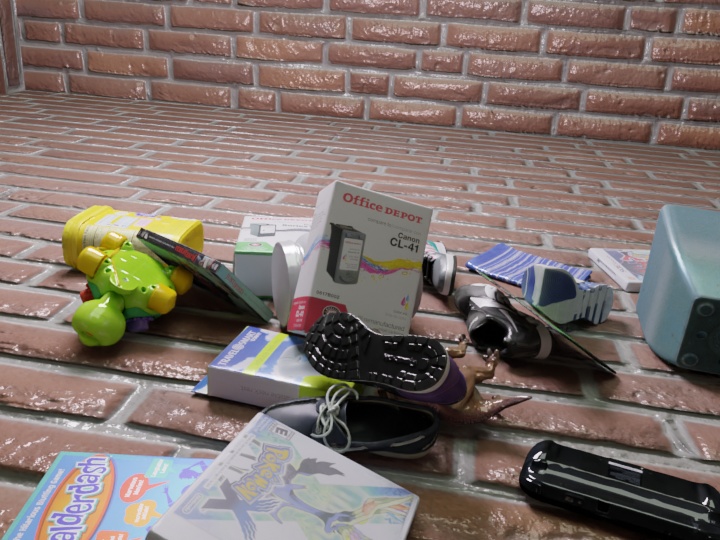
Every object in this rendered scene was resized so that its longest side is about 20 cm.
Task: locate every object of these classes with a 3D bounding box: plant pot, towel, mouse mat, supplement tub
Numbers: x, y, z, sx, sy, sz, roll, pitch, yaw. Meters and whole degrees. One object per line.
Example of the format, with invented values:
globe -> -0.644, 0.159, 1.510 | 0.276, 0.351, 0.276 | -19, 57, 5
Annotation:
plant pot -> 0.516, 0.047, 0.979 | 0.195, 0.197, 0.200 | 10, 32, 15
towel -> 0.314, -0.003, 1.284 | 0.199, 0.024, 0.144 | 20, 27, 35
mouse mat -> 0.259, 0.069, 0.974 | 0.161, 0.008, 0.200 | 32, 7, -36
supplement tub -> -0.023, 0.013, 1.019 | 0.199, 0.146, 0.145 | -4, 22, -19

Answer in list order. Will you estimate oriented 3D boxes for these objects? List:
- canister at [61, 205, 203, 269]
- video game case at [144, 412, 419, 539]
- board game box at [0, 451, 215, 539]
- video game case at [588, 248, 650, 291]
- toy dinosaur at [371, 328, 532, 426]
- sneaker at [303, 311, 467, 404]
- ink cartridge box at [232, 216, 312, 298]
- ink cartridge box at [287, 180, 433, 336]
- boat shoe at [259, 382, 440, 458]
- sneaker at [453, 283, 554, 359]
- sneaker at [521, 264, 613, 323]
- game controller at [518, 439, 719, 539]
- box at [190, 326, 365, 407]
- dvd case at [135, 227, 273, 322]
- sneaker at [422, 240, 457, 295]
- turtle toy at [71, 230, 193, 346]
canister -> -0.392, -0.050, 1.206 | 0.199, 0.087, 0.149 | 7, 22, 5
video game case -> -0.053, 0.212, 0.588 | 0.182, 0.022, 0.200 | 26, 20, 9
board game box -> -0.190, 0.223, 0.594 | 0.199, 0.045, 0.152 | 3, 22, -2
video game case -> 0.568, -0.002, 1.323 | 0.199, 0.023, 0.182 | 2, 22, -5
toy dinosaur -> 0.093, 0.139, 0.810 | 0.200, 0.086, 0.135 | 28, 32, 35
sneaker -> 0.024, 0.108, 0.760 | 0.199, 0.076, 0.088 | 14, -21, 40
ink cartridge box -> -0.139, -0.027, 1.184 | 0.145, 0.085, 0.200 | 2, 21, -6
ink cartridge box -> 0.000, 0.000, 0.907 | 0.147, 0.201, 0.086 | 14, -7, -17
boat shoe -> -0.015, 0.164, 0.732 | 0.199, 0.062, 0.075 | 7, 53, 1
sneaker -> 0.186, 0.072, 1.010 | 0.090, 0.067, 0.200 | -6, 25, -29
sneaker -> 0.301, 0.037, 1.091 | 0.199, 0.081, 0.115 | 13, 1, -41
game controller -> 0.264, 0.223, 0.693 | 0.199, 0.042, 0.104 | 13, 9, 21
box -> -0.095, 0.126, 0.857 | 0.199, 0.048, 0.122 | 10, 22, 13
dvd case -> -0.236, 0.006, 1.040 | 0.199, 0.146, 0.022 | 20, 69, 36
sneaker -> 0.095, -0.014, 1.188 | 0.120, 0.084, 0.200 | 7, 13, -6
turtle toy -> -0.335, 0.035, 0.969 | 0.145, 0.101, 0.200 | 29, 20, -6
